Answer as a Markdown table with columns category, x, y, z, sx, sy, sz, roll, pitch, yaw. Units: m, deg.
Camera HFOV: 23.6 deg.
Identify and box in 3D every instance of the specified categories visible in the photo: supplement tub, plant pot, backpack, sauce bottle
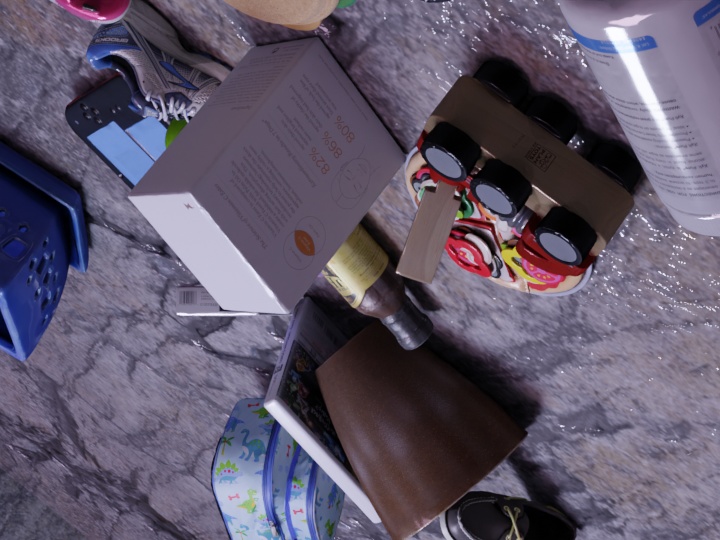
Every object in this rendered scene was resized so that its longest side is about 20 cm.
| category | x | y | z | sx | sy | sz | roll | pitch | yaw |
| --- | --- | --- | --- | --- | --- | --- | --- | --- | --- |
| supplement tub | 0.225 | -0.136 | 1.142 | 0.131 | 0.132 | 0.201 | 10 | 143 | 45 |
| plant pot | -0.454 | -0.038 | 2.156 | 0.199 | 0.180 | 0.200 | 32 | 155 | 13 |
| plant pot | 0.046 | 0.158 | 1.857 | 0.200 | 0.187 | 0.187 | 50 | 156 | 4 |
| backpack | -0.100 | 0.264 | 2.214 | 0.146 | 0.184 | 0.201 | 0 | 137 | 19 |
| sauce bottle | 0.000 | 0.000 | 1.753 | 0.200 | 0.065 | 0.065 | 49 | 153 | -20 |

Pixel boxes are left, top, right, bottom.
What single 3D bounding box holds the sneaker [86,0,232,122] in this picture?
| category | x | y | z | sx | sy | sz | roll | pitch | yaw |
| --- | --- | --- | --- | --- | --- | --- | --- | --- | --- |
| sneaker | -0.182 | -0.173 | 1.676 | 0.199 | 0.085 | 0.077 | 37 | 155 | 0 |

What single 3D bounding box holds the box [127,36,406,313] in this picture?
| category | x | y | z | sx | sy | sz | roll | pitch | yaw |
| --- | --- | --- | --- | --- | --- | --- | --- | --- | --- |
| box | -0.082 | -0.085 | 1.554 | 0.106 | 0.200 | 0.153 | 2 | 137 | 52 |

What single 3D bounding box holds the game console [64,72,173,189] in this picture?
| category | x | y | z | sx | sy | sz | roll | pitch | yaw |
| --- | --- | --- | --- | --- | --- | --- | --- | --- | --- |
| game console | -0.223 | -0.126 | 1.876 | 0.200 | 0.031 | 0.176 | 46 | 154 | -17 |

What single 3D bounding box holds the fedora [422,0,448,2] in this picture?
| category | x | y | z | sx | sy | sz | roll | pitch | yaw |
| --- | --- | --- | --- | --- | --- | --- | --- | --- | --- |
| fedora | 0.040 | -0.262 | 1.215 | 0.200 | 0.092 | 0.201 | 29 | 154 | 16 |

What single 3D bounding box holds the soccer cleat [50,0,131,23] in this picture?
| category | x | y | z | sx | sy | sz | roll | pitch | yaw |
| --- | --- | --- | --- | --- | --- | --- | --- | --- | --- |
| soccer cleat | -0.295 | -0.296 | 1.654 | 0.199 | 0.070 | 0.086 | 35 | 171 | 11 |

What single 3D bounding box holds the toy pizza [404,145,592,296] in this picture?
| category | x | y | z | sx | sy | sz | roll | pitch | yaw |
| --- | --- | --- | --- | --- | --- | --- | --- | --- | --- |
| toy pizza | 0.119 | -0.040 | 1.563 | 0.199 | 0.032 | 0.201 | 30 | 154 | 16 |

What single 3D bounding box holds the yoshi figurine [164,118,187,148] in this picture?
| category | x | y | z | sx | sy | sz | roll | pitch | yaw |
| --- | --- | --- | --- | --- | --- | --- | --- | --- | --- |
| yoshi figurine | -0.143 | -0.093 | 1.714 | 0.112 | 0.113 | 0.200 | 17 | -163 | -42 |

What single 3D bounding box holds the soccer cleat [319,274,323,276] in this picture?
| category | x | y | z | sx | sy | sz | roll | pitch | yaw |
| --- | --- | --- | --- | --- | --- | --- | --- | --- | --- |
| soccer cleat | -0.116 | -0.012 | 1.888 | 0.076 | 0.067 | 0.199 | 13 | 174 | -36 |

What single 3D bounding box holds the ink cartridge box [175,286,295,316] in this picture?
| category | x | y | z | sx | sy | sz | roll | pitch | yaw |
| --- | --- | --- | --- | --- | --- | --- | --- | --- | --- |
| ink cartridge box | -0.132 | 0.035 | 1.919 | 0.094 | 0.037 | 0.200 | 0 | 176 | 11 |

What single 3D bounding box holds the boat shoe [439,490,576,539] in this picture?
| category | x | y | z | sx | sy | sz | roll | pitch | yaw |
| --- | --- | --- | --- | --- | --- | --- | --- | --- | --- |
| boat shoe | 0.168 | 0.287 | 1.949 | 0.060 | 0.072 | 0.200 | -12 | 161 | 39 |

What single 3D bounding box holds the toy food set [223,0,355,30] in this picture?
| category | x | y | z | sx | sy | sz | roll | pitch | yaw |
| --- | --- | --- | --- | --- | --- | --- | --- | --- | --- |
| toy food set | -0.087 | -0.280 | 1.411 | 0.200 | 0.049 | 0.198 | 43 | 154 | -11 |

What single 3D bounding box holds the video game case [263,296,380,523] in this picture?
| category | x | y | z | sx | sy | sz | roll | pitch | yaw |
| --- | --- | --- | --- | --- | --- | --- | --- | --- | --- |
| video game case | -0.022 | 0.155 | 1.928 | 0.023 | 0.182 | 0.200 | -28 | 116 | 28 |

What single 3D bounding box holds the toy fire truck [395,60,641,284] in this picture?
| category | x | y | z | sx | sy | sz | roll | pitch | yaw |
| --- | --- | --- | --- | --- | --- | --- | --- | --- | --- |
| toy fire truck | 0.116 | -0.051 | 1.447 | 0.175 | 0.129 | 0.200 | 36 | 160 | 3 |
